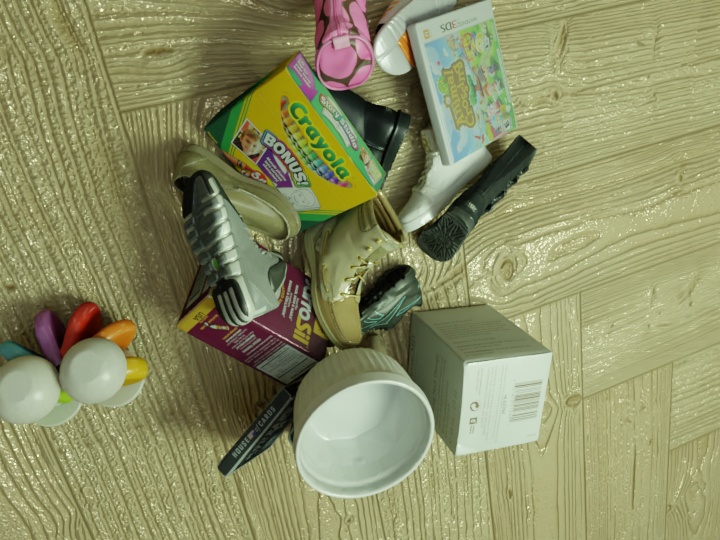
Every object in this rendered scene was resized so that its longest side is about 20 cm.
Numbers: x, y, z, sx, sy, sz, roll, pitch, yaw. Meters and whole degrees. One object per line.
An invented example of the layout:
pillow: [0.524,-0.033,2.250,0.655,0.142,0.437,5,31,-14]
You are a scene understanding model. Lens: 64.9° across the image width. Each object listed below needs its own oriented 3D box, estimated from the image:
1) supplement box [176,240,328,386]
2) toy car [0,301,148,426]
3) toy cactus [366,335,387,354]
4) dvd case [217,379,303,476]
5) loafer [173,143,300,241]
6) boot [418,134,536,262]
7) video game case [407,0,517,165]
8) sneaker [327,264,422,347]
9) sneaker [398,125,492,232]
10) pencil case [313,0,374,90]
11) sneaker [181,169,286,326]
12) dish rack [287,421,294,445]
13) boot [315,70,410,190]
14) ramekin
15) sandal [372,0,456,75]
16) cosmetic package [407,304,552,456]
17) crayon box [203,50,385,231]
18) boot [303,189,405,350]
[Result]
supplement box: [-0.147,0.057,0.833,0.198,0.133,0.103,34,132,-27]
toy car: [-0.401,0.123,0.779,0.196,0.175,0.153,-15,78,-14]
toy cactus: [0.032,0.189,0.945,0.196,0.169,0.102,15,146,-29]
dvd case: [-0.134,0.236,0.890,0.025,0.200,0.151,40,92,10]
loafer: [-0.178,-0.095,0.795,0.197,0.068,0.076,30,141,-6]
boot: [0.192,-0.117,0.940,0.065,0.165,0.201,42,67,-2]
video game case: [0.162,-0.287,0.859,0.180,0.022,0.204,-32,113,-33]
sneaker: [0.022,0.076,0.948,0.198,0.075,0.080,-34,118,-6]
sneaker: [0.112,-0.165,0.905,0.200,0.073,0.116,-45,115,-12]
pencil case: [-0.027,-0.340,0.729,0.088,0.094,0.205,-3,67,-8]
sneaker: [-0.159,-0.033,0.752,0.115,0.074,0.205,-14,86,-55]
dish rack: [-0.015,0.283,1.000,0.199,0.055,0.154,41,90,-15]
boot: [-0.035,-0.176,0.845,0.165,0.077,0.203,21,123,-6]
ramekin: [-0.003,0.206,0.797,0.195,0.105,0.205,-7,118,-13]
sandal: [0.074,-0.367,0.833,0.208,0.059,0.080,-52,136,-20]
cosmetic package: [0.194,0.179,0.974,0.162,0.200,0.172,-4,109,-18]
crayon box: [-0.089,-0.163,0.779,0.201,0.170,0.059,50,43,-25]
boot: [0.000,0.000,0.821,0.072,0.154,0.205,8,63,-49]
